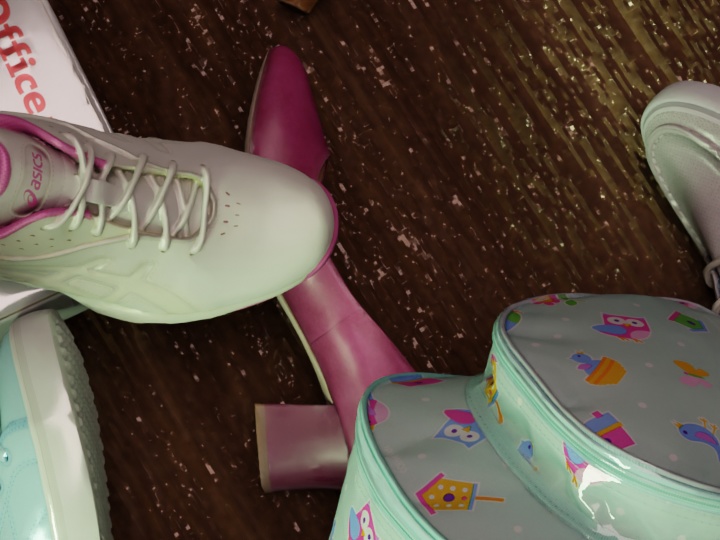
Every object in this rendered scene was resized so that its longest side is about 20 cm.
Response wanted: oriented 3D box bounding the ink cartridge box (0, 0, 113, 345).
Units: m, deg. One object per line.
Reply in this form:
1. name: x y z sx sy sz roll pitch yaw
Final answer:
1. ink cartridge box: -0.203 -0.025 0.765 0.200 0.084 0.146 -25 83 -10

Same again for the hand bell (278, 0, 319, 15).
1. hand bell: 0.012 -0.212 0.840 0.104 0.104 0.200 24 90 -1

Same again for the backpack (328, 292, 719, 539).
1. backpack: 0.090 0.100 0.689 0.200 0.153 0.176 -6 34 -24

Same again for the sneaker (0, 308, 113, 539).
1. sneaker: -0.142 0.117 0.729 0.082 0.074 0.200 -6 96 -6

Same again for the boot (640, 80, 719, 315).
1. boot: 0.182 0.012 0.793 0.200 0.074 0.096 46 57 3

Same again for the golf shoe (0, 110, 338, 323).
1. golf shoe: -0.104 -0.022 0.688 0.200 0.092 0.075 3 82 -9

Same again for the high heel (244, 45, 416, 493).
1. high heel: 0.000 0.000 0.790 0.096 0.067 0.200 -3 93 3
